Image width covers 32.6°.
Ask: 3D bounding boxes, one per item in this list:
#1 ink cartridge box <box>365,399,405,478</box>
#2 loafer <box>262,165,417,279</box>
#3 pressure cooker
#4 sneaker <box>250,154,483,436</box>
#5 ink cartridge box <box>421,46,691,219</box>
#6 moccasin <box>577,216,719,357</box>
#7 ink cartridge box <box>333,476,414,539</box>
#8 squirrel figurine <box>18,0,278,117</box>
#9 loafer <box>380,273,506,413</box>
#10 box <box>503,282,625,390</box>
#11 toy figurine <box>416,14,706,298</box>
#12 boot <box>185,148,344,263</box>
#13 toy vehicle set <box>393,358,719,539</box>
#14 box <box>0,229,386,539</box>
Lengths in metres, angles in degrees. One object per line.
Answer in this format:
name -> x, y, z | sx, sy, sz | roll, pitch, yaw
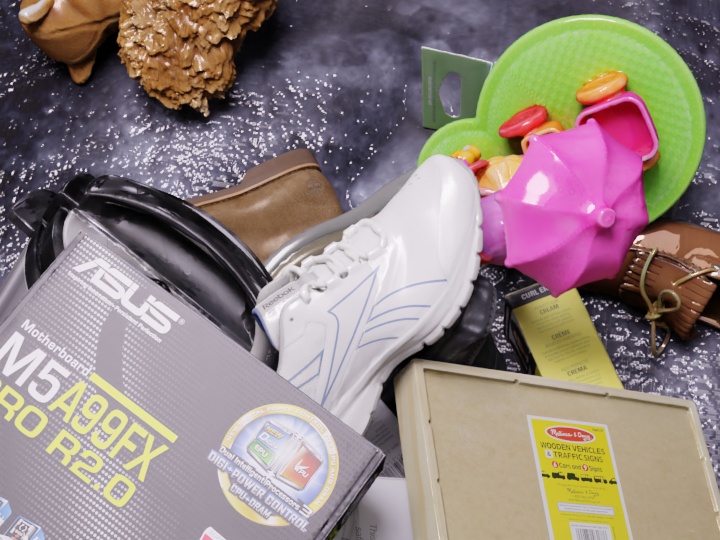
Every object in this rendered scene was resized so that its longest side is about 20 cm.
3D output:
ink cartridge box -> 0.028, 0.196, 0.778 | 0.116, 0.067, 0.200 | -35, 67, -12
loafer -> 0.000, 0.000, 0.865 | 0.200, 0.075, 0.070 | -37, 63, -12
pressure cooker -> -0.140, 0.046, 0.764 | 0.175, 0.200, 0.179 | 13, 39, -37
sneaker -> -0.006, 0.020, 0.676 | 0.201, 0.087, 0.074 | -57, 30, 4
ink cartridge box -> 0.132, -0.088, 0.878 | 0.199, 0.104, 0.060 | 13, 66, 11
moccasin -> 0.227, 0.016, 0.845 | 0.200, 0.074, 0.078 | 14, 59, 3
ink cartridge box -> -0.037, 0.191, 0.675 | 0.198, 0.084, 0.146 | 5, 63, -11
squirrel figurine -> -0.167, -0.216, 0.949 | 0.186, 0.142, 0.200 | -36, 65, -4
loafer -> 0.060, 0.051, 0.769 | 0.070, 0.201, 0.069 | 17, 69, -2
box -> 0.153, 0.107, 0.806 | 0.050, 0.075, 0.201 | -20, 67, -4
toy figurine -> 0.104, -0.050, 0.738 | 0.199, 0.184, 0.151 | -20, 106, 24
boot -> -0.103, -0.011, 0.885 | 0.199, 0.074, 0.076 | -29, 73, -11
toy vehicle set -> 0.119, 0.123, 0.700 | 0.199, 0.027, 0.125 | 11, 53, -23
box -> -0.113, 0.100, 0.618 | 0.199, 0.044, 0.160 | 36, 74, 11
